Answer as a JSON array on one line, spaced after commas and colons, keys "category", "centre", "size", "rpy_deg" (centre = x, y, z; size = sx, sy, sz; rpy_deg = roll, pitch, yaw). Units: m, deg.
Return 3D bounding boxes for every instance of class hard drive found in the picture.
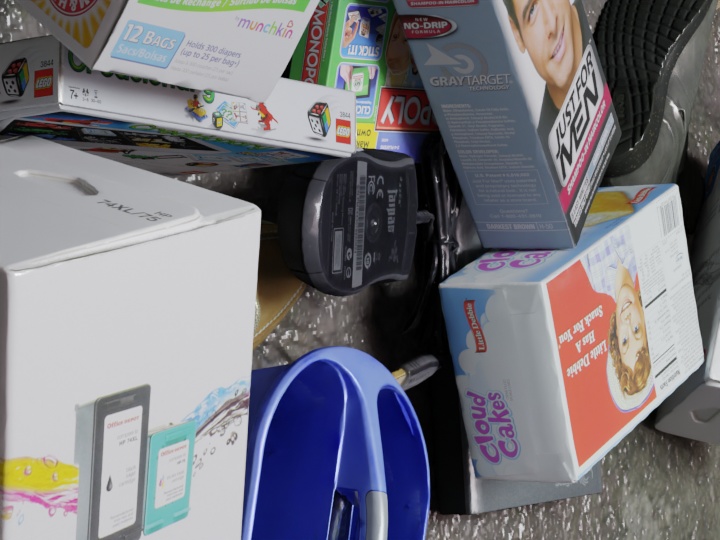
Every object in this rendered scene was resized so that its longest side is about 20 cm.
[{"category": "hard drive", "centre": [0.090, 0.039, 1.438], "size": [0.139, 0.033, 0.202], "rpy_deg": [-2, 88, -52]}]

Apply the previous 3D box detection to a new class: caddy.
[{"category": "caddy", "centre": [-0.028, 0.139, 1.221], "size": [0.141, 0.104, 0.202], "rpy_deg": [23, 69, -47]}]

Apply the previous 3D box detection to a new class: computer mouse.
[{"category": "computer mouse", "centre": [0.000, 0.000, 1.273], "size": [0.200, 0.046, 0.142], "rpy_deg": [-19, 113, -63]}]

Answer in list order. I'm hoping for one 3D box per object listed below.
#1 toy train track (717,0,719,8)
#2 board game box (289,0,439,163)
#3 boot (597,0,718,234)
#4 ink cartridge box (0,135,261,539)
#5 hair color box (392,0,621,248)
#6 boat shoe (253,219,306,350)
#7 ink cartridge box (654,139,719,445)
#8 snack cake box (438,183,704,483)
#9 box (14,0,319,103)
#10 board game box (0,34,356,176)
[{"category": "toy train track", "centre": [0.283, -0.189, 1.600], "size": [0.032, 0.115, 0.200], "rpy_deg": [34, 16, -28]}, {"category": "board game box", "centre": [0.034, -0.128, 1.338], "size": [0.199, 0.029, 0.136], "rpy_deg": [-3, 103, -54]}, {"category": "boot", "centre": [0.196, -0.099, 1.576], "size": [0.201, 0.067, 0.131], "rpy_deg": [-65, 145, -32]}, {"category": "ink cartridge box", "centre": [-0.145, 0.063, 1.010], "size": [0.146, 0.146, 0.202], "rpy_deg": [-16, 116, -48]}, {"category": "hair color box", "centre": [0.080, -0.118, 1.308], "size": [0.099, 0.060, 0.201], "rpy_deg": [-64, 144, -40]}, {"category": "boat shoe", "centre": [-0.077, 0.024, 1.196], "size": [0.200, 0.076, 0.072], "rpy_deg": [-33, 109, -49]}, {"category": "ink cartridge box", "centre": [0.260, 0.003, 1.549], "size": [0.145, 0.083, 0.201], "rpy_deg": [113, -8, -73]}, {"category": "snack cake box", "centre": [0.126, 0.032, 1.386], "size": [0.200, 0.067, 0.116], "rpy_deg": [-31, 115, -56]}, {"category": "box", "centre": [-0.113, -0.171, 1.059], "size": [0.112, 0.200, 0.102], "rpy_deg": [6, 118, -50]}, {"category": "board game box", "centre": [-0.111, -0.074, 1.124], "size": [0.199, 0.126, 0.035], "rpy_deg": [6, 82, -51]}]
